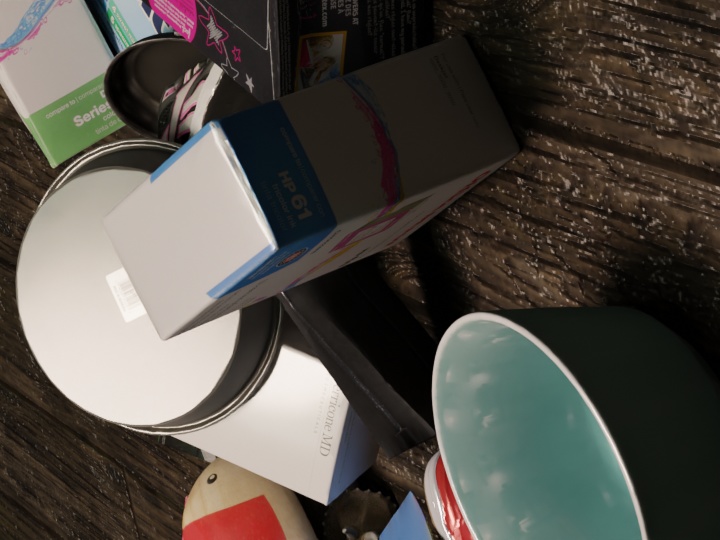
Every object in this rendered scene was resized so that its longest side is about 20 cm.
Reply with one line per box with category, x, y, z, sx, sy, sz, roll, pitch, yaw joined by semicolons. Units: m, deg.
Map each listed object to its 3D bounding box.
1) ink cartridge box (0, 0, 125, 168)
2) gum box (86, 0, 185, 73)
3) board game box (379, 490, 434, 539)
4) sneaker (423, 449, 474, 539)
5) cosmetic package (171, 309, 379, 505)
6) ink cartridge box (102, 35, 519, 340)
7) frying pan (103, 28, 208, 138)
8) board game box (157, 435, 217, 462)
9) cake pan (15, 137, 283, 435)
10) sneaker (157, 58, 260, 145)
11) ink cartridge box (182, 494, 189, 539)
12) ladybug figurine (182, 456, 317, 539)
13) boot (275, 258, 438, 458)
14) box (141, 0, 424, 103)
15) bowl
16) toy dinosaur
ink cartridge box;-0.254;-0.197;1.758;0.201;0.087;0.145;61;174;-22
gum box;-0.153;-0.234;1.661;0.171;0.044;0.200;59;154;19
board game box;0.055;0.234;1.538;0.200;0.039;0.159;115;146;-67
sneaker;0.118;0.180;1.428;0.201;0.071;0.113;55;157;10
cosmetic package;-0.080;0.065;1.596;0.199;0.085;0.108;21;117;21
ink cartridge box;-0.027;-0.050;1.355;0.144;0.199;0.085;-36;81;51
frying pan;-0.135;-0.151;1.608;0.191;0.114;0.031;64;-154;-47
board game box;-0.095;0.086;1.763;0.104;0.024;0.201;22;142;6
cake pan;-0.146;0.014;1.542;0.199;0.037;0.202;5;101;24
sneaker;-0.100;-0.112;1.571;0.087;0.080;0.201;54;129;36
ink cartridge box;-0.059;0.275;1.837;0.200;0.084;0.145;51;150;31
ladybug figurine;-0.074;0.228;1.690;0.201;0.071;0.136;67;152;12
boot;0.000;0.001;1.504;0.200;0.165;0.065;48;131;-10
box;-0.058;-0.209;1.413;0.200;0.114;0.133;41;143;42
bowl;0.137;0.100;1.287;0.201;0.104;0.202;44;147;39
toy dinosaur;-0.026;0.175;1.731;0.200;0.076;0.103;47;136;45
